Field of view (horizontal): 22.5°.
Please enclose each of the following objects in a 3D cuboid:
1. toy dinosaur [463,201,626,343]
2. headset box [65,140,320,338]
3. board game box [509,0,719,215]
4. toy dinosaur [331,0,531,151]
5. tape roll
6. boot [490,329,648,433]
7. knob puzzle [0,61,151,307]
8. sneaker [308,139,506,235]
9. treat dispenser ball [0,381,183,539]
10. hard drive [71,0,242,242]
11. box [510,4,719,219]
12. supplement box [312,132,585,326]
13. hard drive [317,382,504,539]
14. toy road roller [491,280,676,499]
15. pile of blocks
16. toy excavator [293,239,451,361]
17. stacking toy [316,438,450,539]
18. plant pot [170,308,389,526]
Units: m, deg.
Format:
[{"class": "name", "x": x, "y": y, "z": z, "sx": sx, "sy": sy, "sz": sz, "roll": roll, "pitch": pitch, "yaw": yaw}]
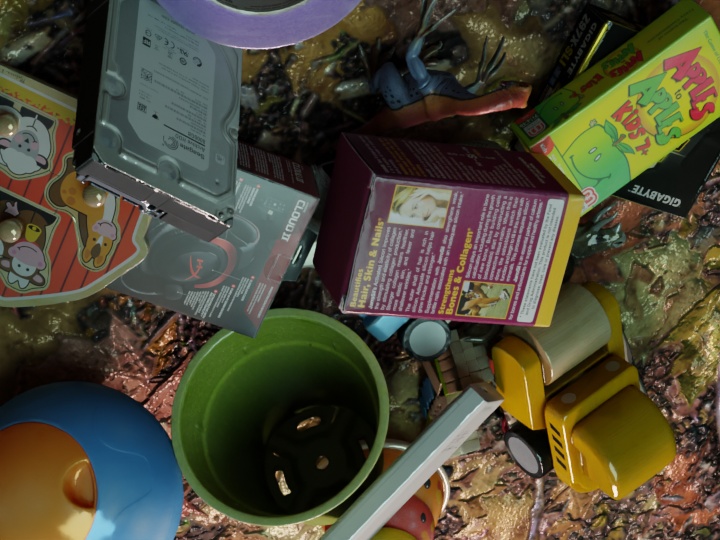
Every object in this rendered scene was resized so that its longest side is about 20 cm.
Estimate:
[{"class": "toy dinosaur", "x": 0.161, "y": 0.004, "z": 1.751, "sx": 0.200, "sy": 0.077, "sz": 0.102, "roll": -24, "pitch": 125, "yaw": -26}, {"class": "headset box", "x": -0.137, "y": -0.040, "z": 1.573, "sx": 0.200, "sy": 0.075, "sz": 0.149, "roll": 19, "pitch": 112, "yaw": -16}, {"class": "board game box", "x": 0.248, "y": -0.147, "z": 1.655, "sx": 0.200, "sy": 0.048, "sz": 0.102, "roll": -36, "pitch": 126, "yaw": 3}, {"class": "toy dinosaur", "x": 0.073, "y": -0.147, "z": 1.556, "sx": 0.105, "sy": 0.182, "sz": 0.200, "roll": 4, "pitch": 119, "yaw": -26}, {"class": "tape roll", "x": -0.082, "y": -0.283, "z": 1.440, "sx": 0.200, "sy": 0.085, "sz": 0.200, "roll": -5, "pitch": 127, "yaw": -7}, {"class": "boot", "x": 0.214, "y": 0.132, "z": 1.861, "sx": 0.150, "sy": 0.073, "sz": 0.200, "roll": -27, "pitch": 123, "yaw": -7}, {"class": "knob puzzle", "x": -0.269, "y": -0.052, "z": 1.506, "sx": 0.219, "sy": 0.030, "sz": 0.220, "roll": 2, "pitch": 110, "yaw": 7}, {"class": "sneaker", "x": 0.044, "y": -0.083, "z": 1.641, "sx": 0.200, "sy": 0.075, "sz": 0.082, "roll": -17, "pitch": 143, "yaw": -12}, {"class": "treat dispenser ball", "x": -0.259, "y": 0.200, "z": 1.622, "sx": 0.200, "sy": 0.201, "sz": 0.201, "roll": -11, "pitch": 124, "yaw": -17}, {"class": "hard drive", "x": -0.160, "y": -0.136, "z": 1.459, "sx": 0.140, "sy": 0.200, "sz": 0.038, "roll": 27, "pitch": 139, "yaw": -33}, {"class": "box", "x": 0.264, "y": -0.148, "z": 1.722, "sx": 0.200, "sy": 0.049, "sz": 0.160, "roll": 16, "pitch": 111, "yaw": -30}, {"class": "supplement box", "x": 0.074, "y": -0.034, "z": 1.567, "sx": 0.200, "sy": 0.103, "sz": 0.131, "roll": 6, "pitch": 114, "yaw": -20}, {"class": "hard drive", "x": 0.048, "y": 0.183, "z": 1.663, "sx": 0.200, "sy": 0.026, "sz": 0.132, "roll": -46, "pitch": 169, "yaw": 6}, {"class": "toy road roller", "x": 0.220, "y": 0.124, "z": 1.714, "sx": 0.123, "sy": 0.146, "sz": 0.200, "roll": -33, "pitch": 132, "yaw": -23}, {"class": "pile of blocks", "x": 0.101, "y": 0.117, "z": 1.797, "sx": 0.062, "sy": 0.082, "sz": 0.200, "roll": -14, "pitch": 149, "yaw": -17}, {"class": "toy excavator", "x": 0.000, "y": 0.000, "z": 1.687, "sx": 0.194, "sy": 0.100, "sz": 0.200, "roll": -44, "pitch": 113, "yaw": 8}, {"class": "stacking toy", "x": 0.021, "y": 0.279, "z": 1.780, "sx": 0.146, "sy": 0.200, "sz": 0.146, "roll": -1, "pitch": 131, "yaw": -1}, {"class": "plant pot", "x": -0.054, "y": 0.158, "z": 1.689, "sx": 0.200, "sy": 0.200, "sz": 0.190, "roll": -33, "pitch": 158, "yaw": -1}]
